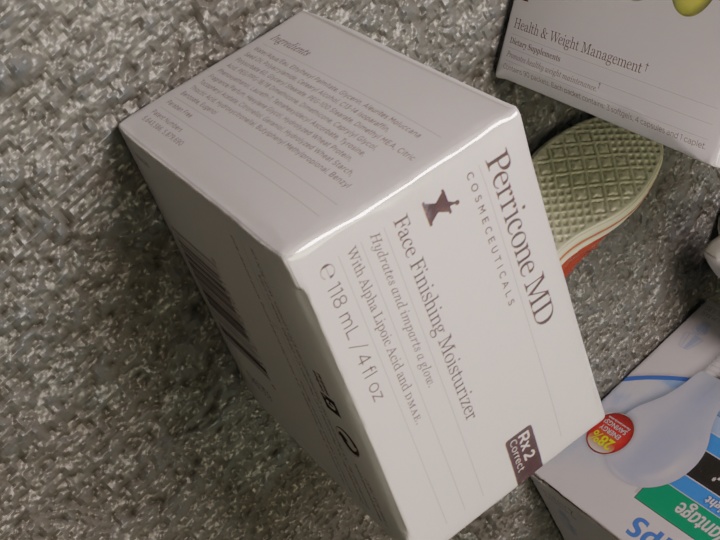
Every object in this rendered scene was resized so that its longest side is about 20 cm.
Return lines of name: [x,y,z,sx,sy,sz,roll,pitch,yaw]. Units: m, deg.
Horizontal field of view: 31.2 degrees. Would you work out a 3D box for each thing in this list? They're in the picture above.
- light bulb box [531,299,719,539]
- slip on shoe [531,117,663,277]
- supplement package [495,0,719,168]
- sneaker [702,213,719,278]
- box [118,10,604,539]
light bulb box: [0.266,0.159,0.926,0.200,0.198,0.125,-41,126,-13]
slip on shoe: [0.121,-0.025,0.835,0.200,0.074,0.061,-47,164,-14]
supplement package: [0.208,-0.178,0.734,0.146,0.191,0.202,1,110,-35]
sneaker: [0.316,-0.020,0.956,0.078,0.100,0.199,-49,161,29]
box: [0.000,0.000,0.668,0.130,0.200,0.200,-34,126,-16]
